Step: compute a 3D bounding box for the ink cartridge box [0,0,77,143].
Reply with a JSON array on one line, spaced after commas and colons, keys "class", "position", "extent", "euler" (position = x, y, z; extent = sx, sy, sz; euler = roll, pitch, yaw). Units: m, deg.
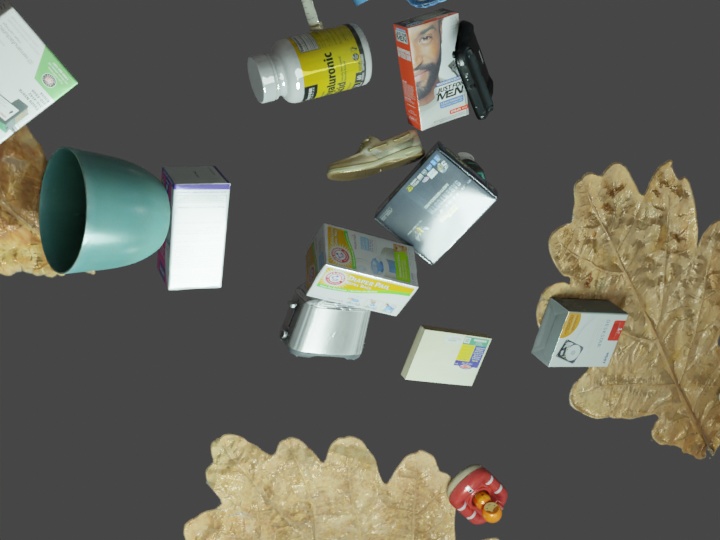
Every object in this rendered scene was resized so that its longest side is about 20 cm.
[{"class": "ink cartridge box", "position": [-0.556, -0.284, 1.225], "extent": [0.200, 0.084, 0.146], "euler": [-40, 125, -5]}]

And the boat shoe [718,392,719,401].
[{"class": "boat shoe", "position": [1.158, 0.413, 2.475], "extent": [0.072, 0.065, 0.200], "euler": [-46, 125, 2]}]

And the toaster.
[{"class": "toaster", "position": [-0.061, 0.103, 1.659], "extent": [0.200, 0.114, 0.129], "euler": [7, 109, -27]}]

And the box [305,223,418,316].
[{"class": "box", "position": [0.000, 0.000, 1.600], "extent": [0.200, 0.113, 0.101], "euler": [14, 137, -20]}]

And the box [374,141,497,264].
[{"class": "box", "position": [0.149, -0.131, 1.614], "extent": [0.158, 0.051, 0.200], "euler": [38, 117, -11]}]

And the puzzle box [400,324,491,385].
[{"class": "puzzle box", "position": [0.202, 0.201, 1.897], "extent": [0.200, 0.025, 0.133], "euler": [11, 109, -31]}]

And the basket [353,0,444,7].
[{"class": "basket", "position": [0.095, -0.520, 1.397], "extent": [0.200, 0.176, 0.139], "euler": [-40, 112, -21]}]

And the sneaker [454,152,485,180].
[{"class": "sneaker", "position": [0.176, -0.152, 1.665], "extent": [0.078, 0.091, 0.200], "euler": [36, 96, -38]}]

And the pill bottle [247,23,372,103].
[{"class": "pill bottle", "position": [-0.090, -0.355, 1.414], "extent": [0.200, 0.111, 0.112], "euler": [-19, 121, -17]}]

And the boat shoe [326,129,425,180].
[{"class": "boat shoe", "position": [0.024, -0.224, 1.573], "extent": [0.200, 0.072, 0.065], "euler": [-17, 85, -12]}]

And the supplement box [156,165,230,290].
[{"class": "supplement box", "position": [-0.300, -0.076, 1.452], "extent": [0.103, 0.101, 0.200], "euler": [-4, 116, -25]}]

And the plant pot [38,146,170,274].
[{"class": "plant pot", "position": [-0.412, -0.095, 1.333], "extent": [0.161, 0.200, 0.201], "euler": [0, 115, -40]}]

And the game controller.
[{"class": "game controller", "position": [0.217, -0.380, 1.553], "extent": [0.042, 0.105, 0.200], "euler": [-8, 150, 19]}]

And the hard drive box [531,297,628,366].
[{"class": "hard drive box", "position": [0.544, 0.155, 2.021], "extent": [0.200, 0.077, 0.156], "euler": [2, 113, -29]}]

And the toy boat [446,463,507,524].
[{"class": "toy boat", "position": [0.315, 0.594, 2.089], "extent": [0.131, 0.131, 0.200], "euler": [-44, 126, -2]}]

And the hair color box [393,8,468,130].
[{"class": "hair color box", "position": [0.137, -0.381, 1.548], "extent": [0.111, 0.064, 0.200], "euler": [-22, 121, -16]}]

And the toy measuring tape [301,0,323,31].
[{"class": "toy measuring tape", "position": [-0.094, -0.507, 1.359], "extent": [0.073, 0.074, 0.200], "euler": [-28, 121, -13]}]
